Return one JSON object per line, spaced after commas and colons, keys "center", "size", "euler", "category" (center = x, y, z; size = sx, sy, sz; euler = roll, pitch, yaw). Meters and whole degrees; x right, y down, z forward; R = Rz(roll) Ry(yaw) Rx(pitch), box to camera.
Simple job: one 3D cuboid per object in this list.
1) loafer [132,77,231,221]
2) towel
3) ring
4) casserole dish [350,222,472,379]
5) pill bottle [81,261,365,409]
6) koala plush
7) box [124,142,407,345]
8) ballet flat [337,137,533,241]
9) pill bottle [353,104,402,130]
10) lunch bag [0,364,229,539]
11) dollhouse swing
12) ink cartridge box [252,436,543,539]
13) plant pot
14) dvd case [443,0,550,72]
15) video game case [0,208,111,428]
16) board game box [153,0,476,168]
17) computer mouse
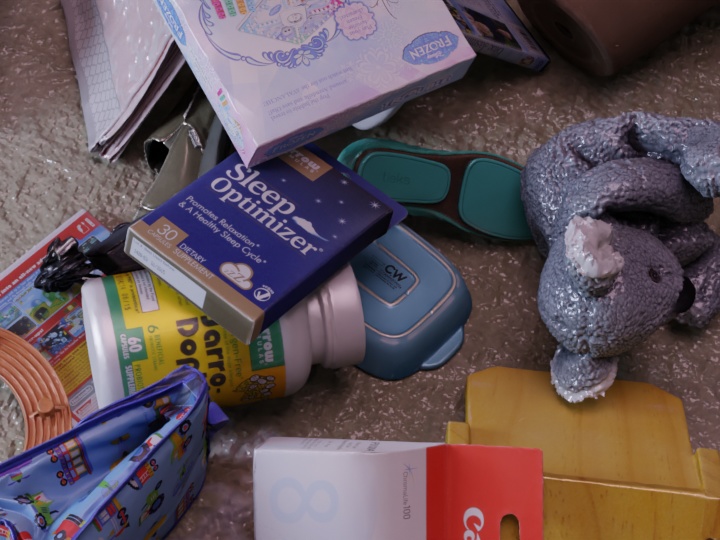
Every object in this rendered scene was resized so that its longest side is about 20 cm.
{"center": [-0.141, -0.110, 1.608], "size": [0.069, 0.075, 0.201], "euler": [11, 57, -2], "category": "loafer"}
{"center": [-0.189, -0.221, 1.615], "size": [0.032, 0.191, 0.201], "euler": [9, 51, -32], "category": "towel"}
{"center": [-0.315, 0.124, 1.470], "size": [0.199, 0.019, 0.202], "euler": [0, 61, 0], "category": "ring"}
{"center": [0.000, 0.000, 1.570], "size": [0.200, 0.039, 0.121], "euler": [39, 63, 18], "category": "casserole dish"}
{"center": [-0.102, 0.046, 1.469], "size": [0.199, 0.113, 0.113], "euler": [-9, 58, -11], "category": "pill bottle"}
{"center": [0.190, -0.007, 1.496], "size": [0.183, 0.178, 0.200], "euler": [14, 44, 13], "category": "koala plush"}
{"center": [-0.063, -0.037, 1.450], "size": [0.121, 0.033, 0.200], "euler": [35, 47, 18], "category": "box"}
{"center": [0.067, -0.071, 1.594], "size": [0.199, 0.068, 0.070], "euler": [11, 9, -27], "category": "ballet flat"}
{"center": [-0.043, -0.213, 1.613], "size": [0.199, 0.112, 0.113], "euler": [34, 56, -19], "category": "pill bottle"}
{"center": [-0.171, 0.158, 1.390], "size": [0.200, 0.151, 0.094], "euler": [-36, 66, -24], "category": "lunch bag"}
{"center": [0.155, 0.183, 1.466], "size": [0.199, 0.176, 0.183], "euler": [6, 98, -1], "category": "dollhouse swing"}
{"center": [0.026, 0.201, 1.364], "size": [0.199, 0.047, 0.161], "euler": [1, 98, 12], "category": "ink cartridge box"}
{"center": [0.227, -0.266, 1.685], "size": [0.200, 0.200, 0.175], "euler": [40, 82, 20], "category": "plant pot"}
{"center": [0.067, -0.238, 1.662], "size": [0.199, 0.018, 0.143], "euler": [9, 40, -51], "category": "dvd case"}
{"center": [-0.199, 0.055, 1.533], "size": [0.200, 0.017, 0.143], "euler": [40, 63, 19], "category": "video game case"}
{"center": [-0.045, -0.203, 1.502], "size": [0.199, 0.043, 0.200], "euler": [-24, 75, -23], "category": "board game box"}
{"center": [-0.151, -0.028, 1.497], "size": [0.199, 0.138, 0.053], "euler": [-10, 85, -12], "category": "computer mouse"}
